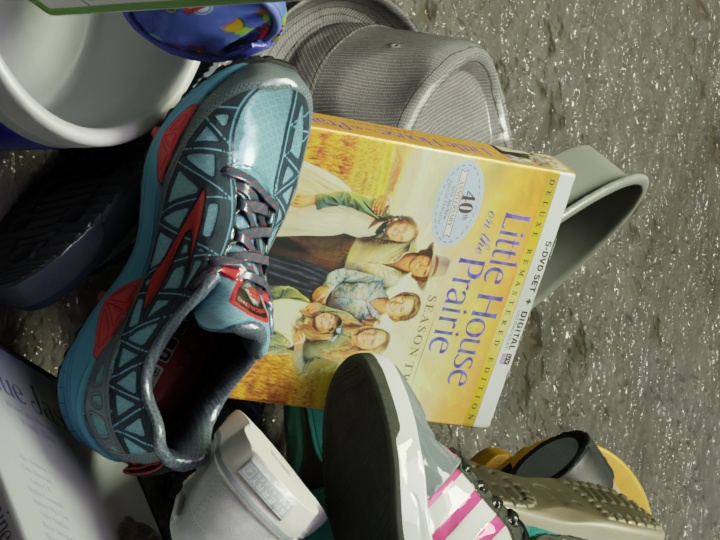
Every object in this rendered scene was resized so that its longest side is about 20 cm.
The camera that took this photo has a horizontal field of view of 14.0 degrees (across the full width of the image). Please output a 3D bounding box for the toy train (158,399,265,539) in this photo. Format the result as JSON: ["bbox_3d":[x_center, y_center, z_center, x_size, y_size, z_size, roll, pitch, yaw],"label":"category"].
[{"bbox_3d":[-0.079,0.106,1.494,0.046,0.034,0.201,66,36,-51],"label":"toy train"}]

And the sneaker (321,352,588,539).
[{"bbox_3d":[0.061,0.131,1.434,0.120,0.084,0.201,-3,67,-33],"label":"sneaker"}]

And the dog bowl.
[{"bbox_3d":[-0.152,-0.155,1.350,0.200,0.078,0.202,4,85,-58],"label":"dog bowl"}]

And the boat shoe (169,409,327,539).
[{"bbox_3d":[-0.059,0.117,1.392,0.072,0.068,0.200,50,-2,-5],"label":"boat shoe"}]

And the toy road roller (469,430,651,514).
[{"bbox_3d":[0.079,0.180,1.672,0.200,0.146,0.123,-40,109,-10],"label":"toy road roller"}]

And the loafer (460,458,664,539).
[{"bbox_3d":[0.071,0.142,1.535,0.199,0.076,0.069,13,103,-30],"label":"loafer"}]

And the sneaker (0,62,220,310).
[{"bbox_3d":[-0.107,-0.026,1.420,0.200,0.070,0.082,-51,127,-44],"label":"sneaker"}]

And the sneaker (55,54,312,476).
[{"bbox_3d":[-0.060,0.003,1.337,0.079,0.095,0.201,19,96,-38],"label":"sneaker"}]

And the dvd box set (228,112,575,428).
[{"bbox_3d":[0.000,0.000,1.454,0.199,0.029,0.147,9,108,-33],"label":"dvd box set"}]

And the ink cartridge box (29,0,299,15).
[{"bbox_3d":[-0.059,-0.170,1.238,0.059,0.199,0.105,35,60,-51],"label":"ink cartridge box"}]

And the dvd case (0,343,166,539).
[{"bbox_3d":[-0.125,0.118,1.326,0.143,0.018,0.201,36,22,-51],"label":"dvd case"}]

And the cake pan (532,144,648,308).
[{"bbox_3d":[0.071,0.001,1.616,0.037,0.200,0.200,51,32,11],"label":"cake pan"}]

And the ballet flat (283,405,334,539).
[{"bbox_3d":[-0.010,0.097,1.563,0.071,0.067,0.201,-95,-177,-62],"label":"ballet flat"}]

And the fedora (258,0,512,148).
[{"bbox_3d":[0.020,-0.068,1.604,0.200,0.090,0.178,-19,104,-56],"label":"fedora"}]

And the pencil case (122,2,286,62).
[{"bbox_3d":[-0.046,-0.191,1.371,0.087,0.078,0.201,33,59,-26],"label":"pencil case"}]
